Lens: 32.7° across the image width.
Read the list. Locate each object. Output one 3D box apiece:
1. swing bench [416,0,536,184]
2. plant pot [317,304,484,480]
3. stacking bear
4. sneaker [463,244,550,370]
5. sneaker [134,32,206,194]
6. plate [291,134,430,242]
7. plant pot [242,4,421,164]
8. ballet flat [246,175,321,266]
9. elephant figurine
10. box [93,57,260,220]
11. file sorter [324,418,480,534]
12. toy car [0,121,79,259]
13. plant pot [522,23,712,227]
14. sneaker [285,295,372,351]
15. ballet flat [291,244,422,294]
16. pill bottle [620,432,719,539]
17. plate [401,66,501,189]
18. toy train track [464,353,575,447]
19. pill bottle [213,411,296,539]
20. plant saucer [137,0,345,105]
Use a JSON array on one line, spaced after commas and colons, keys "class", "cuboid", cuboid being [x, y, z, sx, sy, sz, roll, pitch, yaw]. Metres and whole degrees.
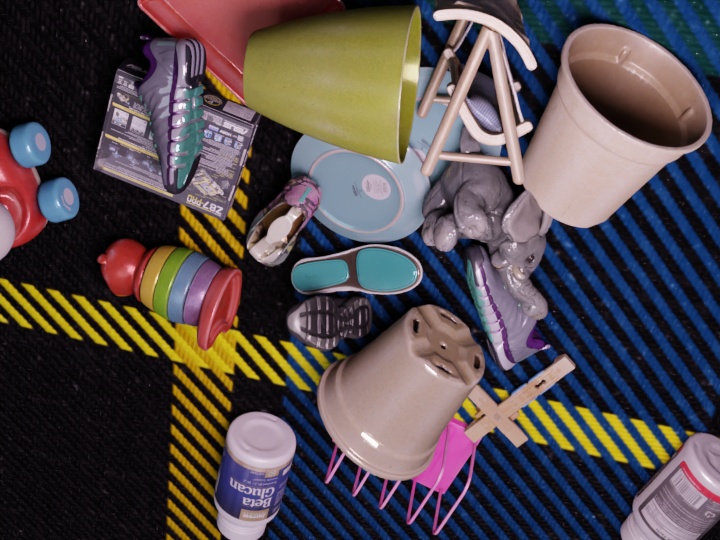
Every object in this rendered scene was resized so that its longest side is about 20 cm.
[{"class": "swing bench", "cuboid": [0.137, -0.236, 1.435, 0.127, 0.200, 0.203, 4, 118, 0]}, {"class": "plant pot", "cuboid": [0.069, 0.154, 1.702, 0.199, 0.202, 0.184, 33, 127, -10]}, {"class": "stacking bear", "cuboid": [-0.280, 0.016, 1.766, 0.197, 0.121, 0.115, 20, 111, 9]}, {"class": "sneaker", "cuboid": [0.202, 0.039, 1.697, 0.086, 0.075, 0.202, -21, 123, -1]}, {"class": "sneaker", "cuboid": [-0.251, -0.203, 1.589, 0.086, 0.074, 0.203, 13, 106, 17]}, {"class": "plate", "cuboid": [-0.003, -0.111, 1.639, 0.197, 0.026, 0.202, 13, 133, 14]}, {"class": "plant pot", "cuboid": [-0.036, -0.234, 1.486, 0.197, 0.188, 0.190, 7, 124, 8]}, {"class": "ballet flat", "cuboid": [-0.116, -0.054, 1.673, 0.069, 0.071, 0.200, 38, 139, -3]}, {"class": "elephant figurine", "cuboid": [0.186, -0.058, 1.586, 0.198, 0.143, 0.156, 21, 126, -22]}, {"class": "box", "cuboid": [-0.250, -0.175, 1.666, 0.197, 0.049, 0.163, 21, 122, -2]}, {"class": "file sorter", "cuboid": [0.061, 0.286, 1.851, 0.198, 0.126, 0.140, 26, 124, -5]}, {"class": "toy car", "cuboid": [-0.523, -0.085, 1.695, 0.182, 0.201, 0.179, -11, 120, 19]}, {"class": "plant pot", "cuboid": [0.289, -0.160, 1.485, 0.198, 0.202, 0.184, 26, 136, -5]}, {"class": "sneaker", "cuboid": [-0.057, 0.072, 1.711, 0.078, 0.199, 0.077, 1, 89, 27]}, {"class": "ballet flat", "cuboid": [0.000, 0.000, 1.715, 0.197, 0.070, 0.070, -4, 122, 22]}, {"class": "pill bottle", "cuboid": [0.469, 0.342, 1.804, 0.110, 0.111, 0.201, 28, 124, -7]}, {"class": "plate", "cuboid": [0.086, -0.168, 1.610, 0.197, 0.026, 0.203, 5, 124, 8]}, {"class": "toy train track", "cuboid": [0.233, 0.184, 1.806, 0.199, 0.033, 0.115, -40, 100, 25]}, {"class": "pill bottle", "cuboid": [-0.172, 0.332, 1.942, 0.109, 0.112, 0.202, 16, 125, 1]}, {"class": "plant saucer", "cuboid": [-0.147, -0.339, 1.544, 0.199, 0.037, 0.200, 41, 123, -15]}]
